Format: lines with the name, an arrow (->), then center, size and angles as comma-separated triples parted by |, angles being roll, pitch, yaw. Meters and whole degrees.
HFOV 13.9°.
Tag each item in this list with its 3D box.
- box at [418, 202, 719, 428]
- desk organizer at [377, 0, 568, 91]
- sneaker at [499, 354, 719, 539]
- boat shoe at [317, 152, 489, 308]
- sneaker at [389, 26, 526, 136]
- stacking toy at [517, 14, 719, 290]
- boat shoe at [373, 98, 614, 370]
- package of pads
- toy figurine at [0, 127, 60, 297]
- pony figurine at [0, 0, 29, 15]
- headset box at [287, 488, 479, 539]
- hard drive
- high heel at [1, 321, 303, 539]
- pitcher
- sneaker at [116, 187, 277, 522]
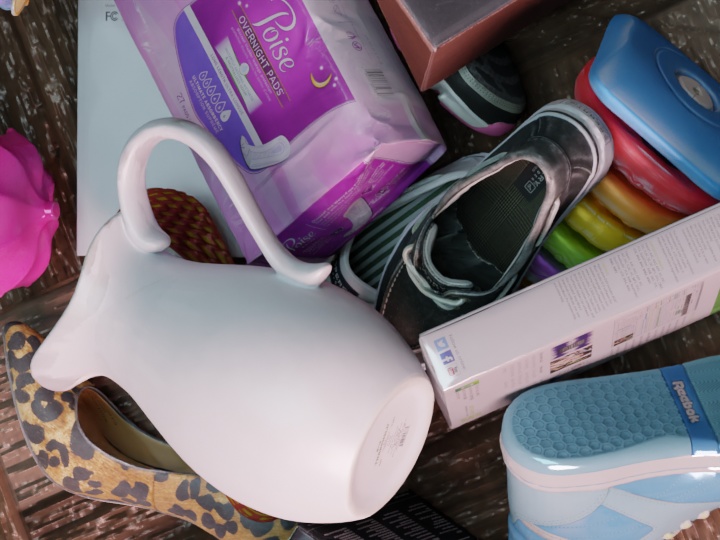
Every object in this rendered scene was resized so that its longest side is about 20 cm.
box -> 0.128, 0.019, 1.533 | 0.199, 0.144, 0.036 | -22, 79, -1
desk organizer -> 0.097, -0.181, 1.561 | 0.200, 0.077, 0.072 | -32, 79, -13
sneaker -> 0.169, 0.118, 1.595 | 0.199, 0.080, 0.131 | -2, 132, -7
boat shoe -> 0.000, 0.000, 1.652 | 0.200, 0.067, 0.074 | -42, 77, 16
sneaker -> 0.057, -0.175, 1.623 | 0.087, 0.074, 0.201 | -25, 78, 25
stacking toy -> 0.116, -0.028, 1.590 | 0.110, 0.116, 0.200 | 40, 115, -6
boat shoe -> 0.053, -0.014, 1.542 | 0.072, 0.071, 0.200 | 45, 130, 12
package of pads -> -0.046, -0.112, 1.613 | 0.120, 0.076, 0.201 | -41, 65, 29
toy figurine -> -0.266, -0.043, 1.731 | 0.184, 0.150, 0.200 | 37, 125, 6
pony figurine -> -0.213, -0.252, 1.689 | 0.192, 0.167, 0.201 | 20, 77, 26
headset box -> 0.053, 0.218, 1.581 | 0.200, 0.174, 0.093 | 34, 104, 15
hard drive -> -0.100, -0.108, 1.709 | 0.131, 0.027, 0.201 | 1, 91, 20
high heel -> -0.109, 0.091, 1.687 | 0.142, 0.071, 0.200 | -29, 98, 25
pitcher -> -0.059, 0.027, 1.536 | 0.199, 0.121, 0.172 | 27, 116, 24
sneaker -> -0.084, 0.050, 1.661 | 0.077, 0.073, 0.201 | -47, 61, 55
